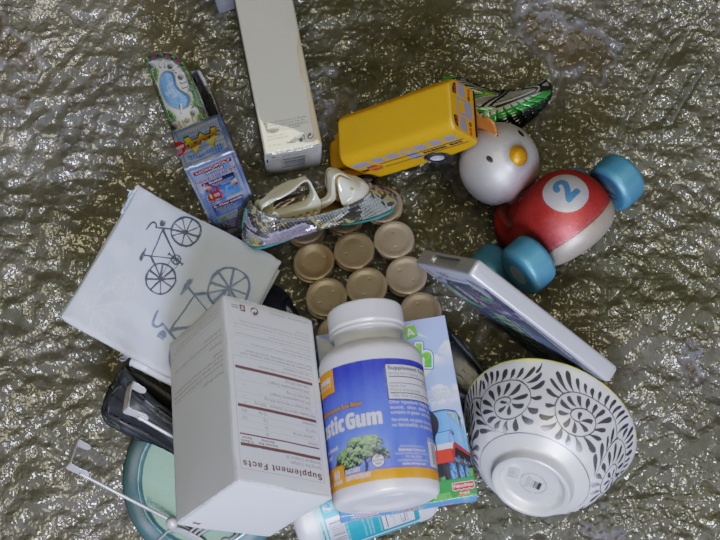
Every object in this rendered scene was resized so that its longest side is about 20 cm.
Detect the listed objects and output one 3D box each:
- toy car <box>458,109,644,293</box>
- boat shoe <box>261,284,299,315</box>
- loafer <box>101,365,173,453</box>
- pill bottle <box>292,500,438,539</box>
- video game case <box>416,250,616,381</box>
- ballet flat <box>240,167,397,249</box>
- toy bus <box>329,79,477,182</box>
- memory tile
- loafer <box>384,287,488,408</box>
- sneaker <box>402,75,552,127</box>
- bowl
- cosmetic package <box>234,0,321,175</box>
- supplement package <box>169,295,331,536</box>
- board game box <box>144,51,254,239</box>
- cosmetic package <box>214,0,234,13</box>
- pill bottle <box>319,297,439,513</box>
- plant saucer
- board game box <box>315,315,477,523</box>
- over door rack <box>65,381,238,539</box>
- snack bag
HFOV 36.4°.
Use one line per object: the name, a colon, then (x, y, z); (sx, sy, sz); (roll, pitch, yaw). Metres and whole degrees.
toy car: (0.181, -0.104, 1.249); (0.184, 0.177, 0.201); (-40, 98, -17)
boat shoe: (-0.148, 0.030, 1.295); (0.092, 0.075, 0.201); (-33, 81, -26)
loafer: (-0.194, 0.172, 1.227); (0.198, 0.068, 0.071); (24, 97, 5)
pill bottle: (0.015, 0.243, 1.238); (0.197, 0.111, 0.113); (-17, 82, -5)
video game case: (0.167, 0.047, 1.212); (0.199, 0.182, 0.024); (36, 85, -15)
ballet flat: (-0.045, -0.080, 1.263); (0.197, 0.072, 0.073); (-16, 81, -20)
toy bus: (0.043, -0.157, 1.270); (0.198, 0.078, 0.066); (-13, 74, 36)
memory tile: (0.000, 0.000, 1.292); (0.151, 0.017, 0.203); (-16, 64, -5)
loafer: (0.088, 0.091, 1.284); (0.200, 0.070, 0.068); (43, 81, 5)
sneaker: (0.139, -0.205, 1.330); (0.196, 0.078, 0.087); (-13, 81, -3)
bowl: (0.196, 0.203, 1.197); (0.198, 0.202, 0.095); (27, 42, 3)
cosmetic package: (-0.099, -0.228, 1.314); (0.072, 0.104, 0.204); (-10, 83, -5)
supplement package: (-0.115, 0.150, 1.113); (0.116, 0.117, 0.203); (18, 51, -36)
board game box: (-0.178, -0.147, 1.248); (0.061, 0.200, 0.203); (-21, 82, -4)
cosmetic package: (-0.141, -0.387, 1.288); (0.105, 0.200, 0.092); (-18, 82, -5)
pill bottle: (0.015, 0.137, 1.120); (0.110, 0.112, 0.204); (-7, 68, -3)
plant saucer: (-0.181, 0.242, 1.274); (0.196, 0.027, 0.204); (0, 82, -2)
board game box: (0.037, 0.159, 1.191); (0.148, 0.037, 0.203); (-9, 67, -1)
over door rack: (-0.212, 0.233, 1.169); (0.199, 0.067, 0.147); (41, 126, -12)
snack bag: (-0.214, 0.026, 1.231); (0.198, 0.021, 0.191); (27, 69, -2)
